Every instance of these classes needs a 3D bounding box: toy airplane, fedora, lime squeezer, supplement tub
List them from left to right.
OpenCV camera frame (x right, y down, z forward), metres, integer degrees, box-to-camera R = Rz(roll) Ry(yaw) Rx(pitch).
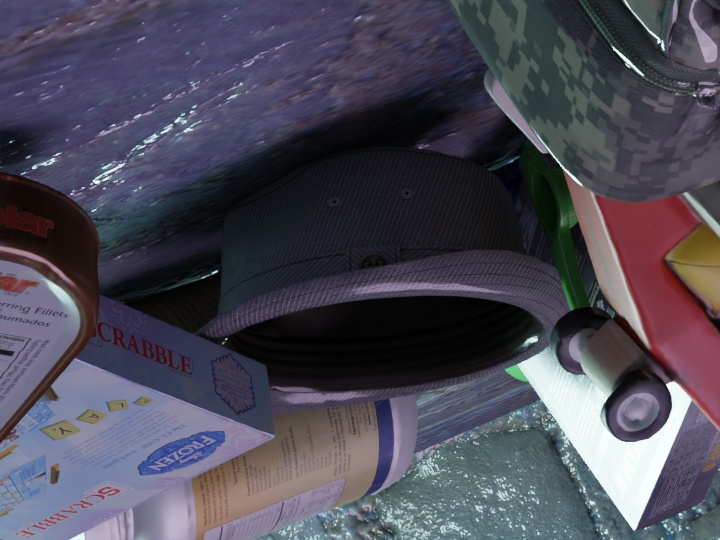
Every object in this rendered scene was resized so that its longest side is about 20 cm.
[{"bbox_3d":[-0.085,0.079,1.194,0.199,0.145,0.144,-18,170,-25],"label":"supplement tub"},{"bbox_3d":[0.000,0.000,1.064,0.199,0.091,0.177,-12,159,12],"label":"fedora"},{"bbox_3d":[0.105,-0.043,1.028,0.070,0.201,0.038,24,153,-16],"label":"lime squeezer"},{"bbox_3d":[0.132,-0.043,0.903,0.141,0.201,0.199,-23,164,-5],"label":"toy airplane"}]

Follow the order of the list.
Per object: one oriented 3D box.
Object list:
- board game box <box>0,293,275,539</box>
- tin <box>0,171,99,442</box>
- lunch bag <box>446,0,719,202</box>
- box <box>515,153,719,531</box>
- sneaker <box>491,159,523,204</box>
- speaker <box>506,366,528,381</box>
[{"bbox_3d":[-0.177,0.068,0.993,0.200,0.041,0.199,-28,145,30],"label":"board game box"},{"bbox_3d":[-0.173,0.029,0.853,0.112,0.042,0.200,8,146,-31],"label":"tin"},{"bbox_3d":[0.121,-0.129,0.566,0.199,0.140,0.168,-20,154,-23],"label":"lunch bag"},{"bbox_3d":[0.137,0.013,1.121,0.048,0.159,0.200,-21,148,-23],"label":"box"},{"bbox_3d":[0.080,-0.033,1.242,0.200,0.076,0.077,-10,141,-50],"label":"sneaker"},{"bbox_3d":[0.189,0.014,1.671,0.200,0.089,0.088,-29,169,35],"label":"speaker"}]
